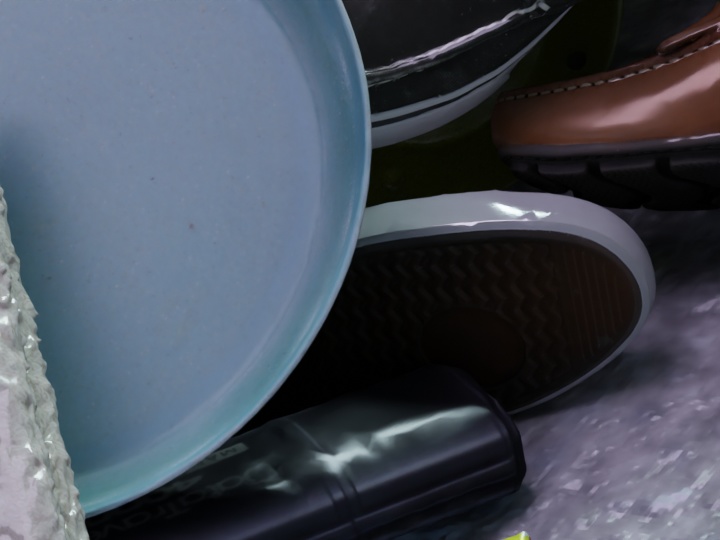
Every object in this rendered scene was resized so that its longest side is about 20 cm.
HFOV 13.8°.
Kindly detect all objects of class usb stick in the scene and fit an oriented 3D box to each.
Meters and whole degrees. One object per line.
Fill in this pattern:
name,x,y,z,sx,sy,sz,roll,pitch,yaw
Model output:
usb stick,-0.050,0.072,0.782,0.200,0.033,0.055,-20,30,-20

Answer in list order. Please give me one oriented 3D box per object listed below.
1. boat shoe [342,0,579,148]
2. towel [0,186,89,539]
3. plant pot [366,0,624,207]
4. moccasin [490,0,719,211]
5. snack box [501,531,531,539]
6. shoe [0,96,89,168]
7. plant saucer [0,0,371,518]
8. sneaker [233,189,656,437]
boat shoe,0.051,-0.110,0.832,0.200,0.071,0.064,-39,-5,-6
towel,-0.142,0.035,0.747,0.132,0.034,0.200,-19,58,4
plant pot,-0.011,-0.115,0.973,0.200,0.200,0.193,-32,36,-4
moccasin,0.131,-0.068,0.834,0.201,0.074,0.078,-18,74,24
snack box,-0.038,0.160,0.635,0.169,0.068,0.200,-18,27,23
shoe,-0.124,-0.011,0.856,0.071,0.091,0.200,33,61,28
plant saucer,-0.092,-0.024,0.799,0.200,0.027,0.200,-3,73,11
sneaker,0.000,0.000,0.870,0.200,0.073,0.085,-13,33,32
